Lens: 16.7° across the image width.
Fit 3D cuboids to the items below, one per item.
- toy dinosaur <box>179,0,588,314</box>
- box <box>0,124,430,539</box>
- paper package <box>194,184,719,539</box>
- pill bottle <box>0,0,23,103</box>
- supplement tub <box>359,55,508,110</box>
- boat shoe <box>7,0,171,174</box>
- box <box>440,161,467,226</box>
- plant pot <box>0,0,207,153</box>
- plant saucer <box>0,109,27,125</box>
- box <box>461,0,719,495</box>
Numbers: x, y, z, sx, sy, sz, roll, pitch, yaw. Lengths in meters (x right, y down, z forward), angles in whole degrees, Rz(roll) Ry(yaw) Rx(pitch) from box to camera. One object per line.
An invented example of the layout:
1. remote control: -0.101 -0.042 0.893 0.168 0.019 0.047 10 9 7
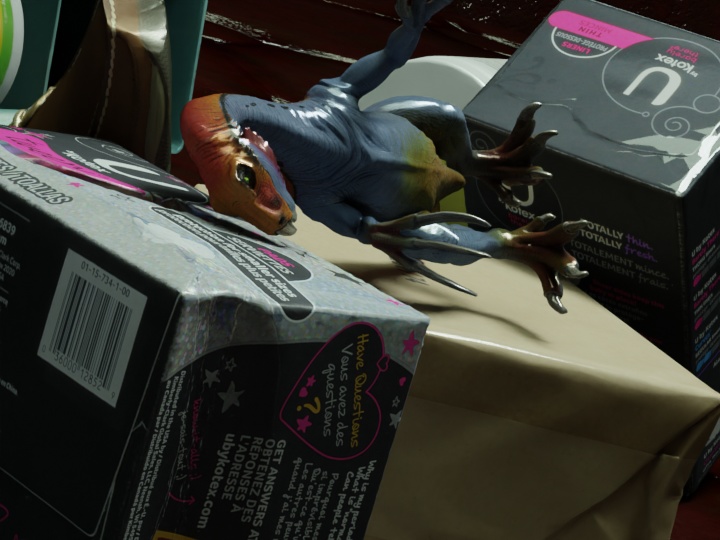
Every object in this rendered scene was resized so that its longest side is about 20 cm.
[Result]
1. toy dinosaur: -0.002 -0.026 0.905 0.181 0.105 0.200 6 -24 -31
2. box: -0.091 0.035 0.848 0.115 0.133 0.200 7 15 -44
3. paper package: 0.022 0.050 1.011 0.190 0.104 0.200 12 11 -20
4. pill bottle: -0.279 -0.130 1.272 0.111 0.111 0.200 23 12 30
5. supplement tub: 0.084 -0.076 1.620 0.132 0.132 0.200 22 12 25
6. boat shoe: -0.124 -0.027 0.995 0.074 0.200 0.076 6 40 -16
7. box: 0.099 -0.007 1.347 0.200 0.050 0.075 40 16 4
8. plant pot: -0.226 -0.169 1.626 0.200 0.142 0.141 16 9 35
9. plant saucer: -0.205 -0.060 1.222 0.199 0.036 0.200 -1 1 0
10. box: 0.129 -0.012 1.161 0.122 0.200 0.106 22 52 28
